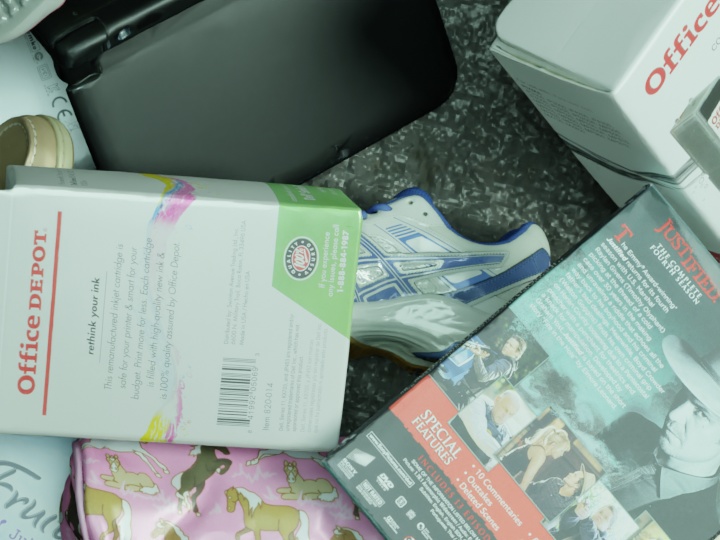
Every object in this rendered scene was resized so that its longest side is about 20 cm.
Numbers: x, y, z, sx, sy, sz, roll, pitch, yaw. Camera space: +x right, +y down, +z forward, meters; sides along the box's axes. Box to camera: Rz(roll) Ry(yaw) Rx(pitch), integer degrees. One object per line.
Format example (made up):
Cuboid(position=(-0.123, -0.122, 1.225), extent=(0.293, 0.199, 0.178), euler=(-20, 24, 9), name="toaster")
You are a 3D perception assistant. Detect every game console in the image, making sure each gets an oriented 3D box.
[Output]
Cuboid(position=(-0.076, -0.135, 1.242), extent=(0.200, 0.116, 0.176), euler=(-30, 62, -21), name="game console")

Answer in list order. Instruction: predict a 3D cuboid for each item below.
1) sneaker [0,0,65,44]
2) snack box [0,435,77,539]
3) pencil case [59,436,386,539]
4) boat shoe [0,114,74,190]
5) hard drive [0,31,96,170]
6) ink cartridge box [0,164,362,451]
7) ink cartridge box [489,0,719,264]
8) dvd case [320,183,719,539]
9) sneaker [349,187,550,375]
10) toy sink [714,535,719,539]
Cuboid(position=(-0.129, -0.189, 1.172), extent=(0.075, 0.105, 0.200), euler=(25, 89, 12), name="sneaker")
Cuboid(position=(-0.139, 0.143, 1.215), extent=(0.200, 0.053, 0.142), euler=(31, 80, -5), name="snack box")
Cuboid(position=(-0.039, 0.118, 1.166), extent=(0.200, 0.083, 0.087), euler=(1, 78, -13), name="pencil case")
Cuboid(position=(-0.210, 0.005, 1.183), extent=(0.065, 0.071, 0.200), euler=(32, 96, -38), name="boat shoe")
Cuboid(position=(-0.198, -0.094, 1.238), extent=(0.200, 0.026, 0.132), euler=(-21, 89, -8), name="hard drive")
Cuboid(position=(-0.107, 0.015, 1.141), extent=(0.200, 0.067, 0.117), euler=(4, 101, -10), name="ink cartridge box")
Cuboid(position=(0.171, -0.100, 1.203), extent=(0.147, 0.083, 0.200), euler=(-55, 138, -7), name="ink cartridge box")
Cuboid(position=(0.103, 0.078, 1.140), extent=(0.200, 0.022, 0.146), euler=(-41, 92, -7), name="dvd case")
Cuboid(position=(0.000, 0.000, 1.242), extent=(0.200, 0.075, 0.088), euler=(11, 77, -16), name="sneaker")
Cuboid(position=(0.172, 0.121, 1.222), extent=(0.112, 0.130, 0.200), euler=(-8, 86, -8), name="toy sink")
